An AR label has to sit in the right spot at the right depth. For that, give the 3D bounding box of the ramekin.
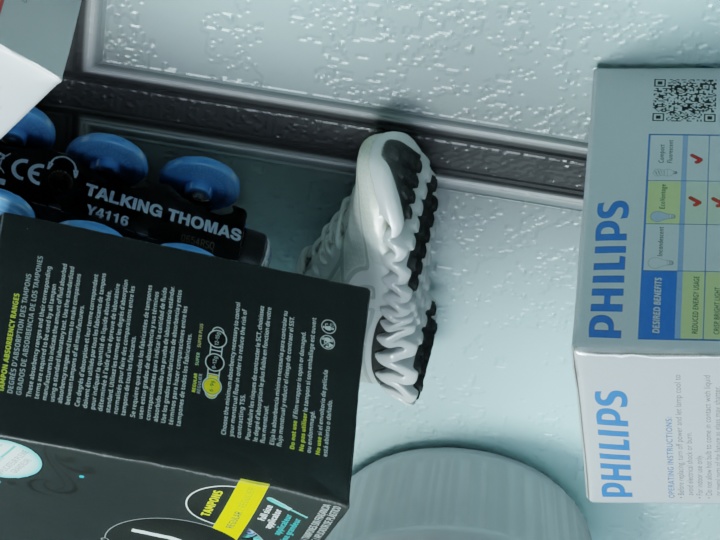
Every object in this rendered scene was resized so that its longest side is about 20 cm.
[{"bbox_3d":[0.058,0.194,1.603,0.202,0.094,0.203,5,141,4],"label":"ramekin"}]

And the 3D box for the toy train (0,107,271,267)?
[{"bbox_3d":[-0.151,-0.019,1.389,0.199,0.087,0.114,16,145,-11],"label":"toy train"}]

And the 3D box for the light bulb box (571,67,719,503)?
[{"bbox_3d":[0.212,0.006,1.274,0.199,0.199,0.125,1,138,9],"label":"light bulb box"}]

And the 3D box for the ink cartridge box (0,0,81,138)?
[{"bbox_3d":[-0.194,-0.119,1.249,0.068,0.116,0.200,29,137,-25],"label":"ink cartridge box"}]

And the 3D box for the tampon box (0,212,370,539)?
[{"bbox_3d":[-0.114,0.075,1.336,0.199,0.127,0.150,12,151,-12],"label":"tampon box"}]

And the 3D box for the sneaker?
[{"bbox_3d":[0.000,0.000,1.403,0.081,0.075,0.200,11,141,9],"label":"sneaker"}]
